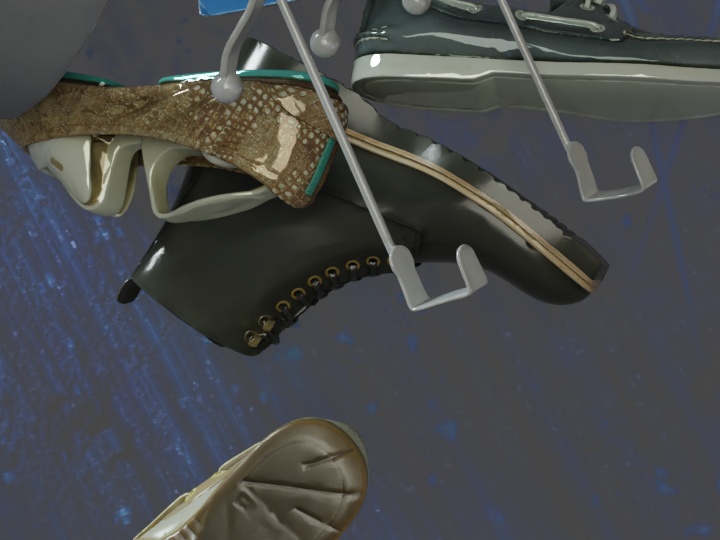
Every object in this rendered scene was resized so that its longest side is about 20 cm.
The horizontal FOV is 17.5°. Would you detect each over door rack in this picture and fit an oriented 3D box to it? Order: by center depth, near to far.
[{"bbox_3d":[0.015,-0.085,0.982,0.148,0.067,0.200,-30,87,-46],"label":"over door rack"}]

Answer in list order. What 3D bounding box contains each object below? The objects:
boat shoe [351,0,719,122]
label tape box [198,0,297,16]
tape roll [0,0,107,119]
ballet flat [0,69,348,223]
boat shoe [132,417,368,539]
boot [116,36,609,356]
[{"bbox_3d":[0.096,-0.107,1.081,0.199,0.073,0.062,2,77,2],"label":"boat shoe"},{"bbox_3d":[-0.024,-0.229,1.073,0.143,0.066,0.201,-11,69,0],"label":"label tape box"},{"bbox_3d":[-0.155,-0.170,1.022,0.066,0.200,0.201,19,86,-26],"label":"tape roll"},{"bbox_3d":[-0.097,-0.055,1.047,0.199,0.070,0.066,3,79,36],"label":"ballet flat"},{"bbox_3d":[-0.071,0.141,1.068,0.200,0.066,0.074,-38,87,11],"label":"boat shoe"},{"bbox_3d":[0.000,0.000,1.080,0.199,0.077,0.139,30,91,16],"label":"boot"}]
